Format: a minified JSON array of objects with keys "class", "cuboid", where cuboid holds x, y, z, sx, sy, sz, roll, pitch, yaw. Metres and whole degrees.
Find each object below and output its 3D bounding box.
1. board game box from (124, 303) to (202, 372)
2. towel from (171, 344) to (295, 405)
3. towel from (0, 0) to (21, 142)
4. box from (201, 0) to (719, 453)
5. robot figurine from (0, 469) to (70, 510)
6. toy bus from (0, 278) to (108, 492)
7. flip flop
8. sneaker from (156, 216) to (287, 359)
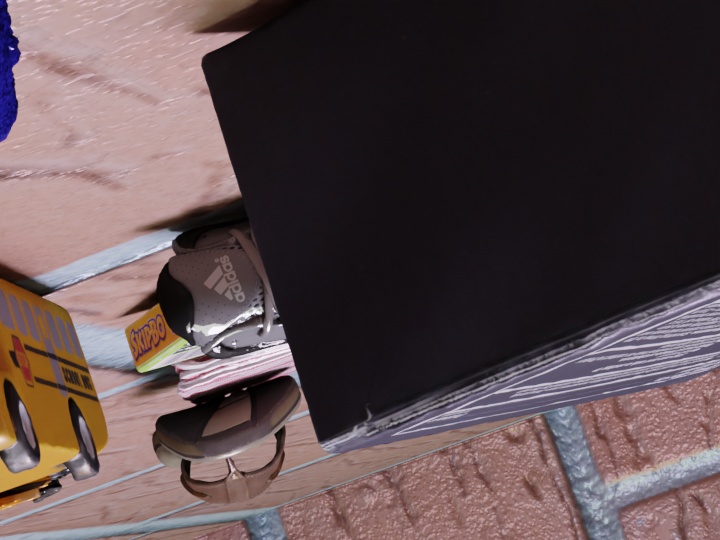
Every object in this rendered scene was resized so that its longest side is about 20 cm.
[{"class":"board game box","cuboid":[0.000,0.000,1.136,0.200,0.030,0.096,-13,170,-27]},{"class":"towel","cuboid":[-0.027,0.031,1.311,0.146,0.030,0.200,-18,175,-3]},{"class":"towel","cuboid":[-0.158,-0.028,0.453,0.199,0.050,0.148,-18,173,-7]},{"class":"box","cuboid":[0.100,-0.044,0.691,0.198,0.124,0.200,-26,168,35]},{"class":"robot figurine","cuboid":[-0.226,0.110,1.251,0.145,0.058,0.200,-14,172,-36]},{"class":"toy bus","cuboid":[-0.142,0.045,0.906,0.065,0.079,0.200,-18,173,3]},{"class":"flip flop","cuboid":[-0.073,0.099,1.369,0.081,0.058,0.200,-18,176,-13]},{"class":"sneaker","cuboid":[-0.015,-0.001,0.924,0.115,0.075,0.200,-15,173,-13]}]
